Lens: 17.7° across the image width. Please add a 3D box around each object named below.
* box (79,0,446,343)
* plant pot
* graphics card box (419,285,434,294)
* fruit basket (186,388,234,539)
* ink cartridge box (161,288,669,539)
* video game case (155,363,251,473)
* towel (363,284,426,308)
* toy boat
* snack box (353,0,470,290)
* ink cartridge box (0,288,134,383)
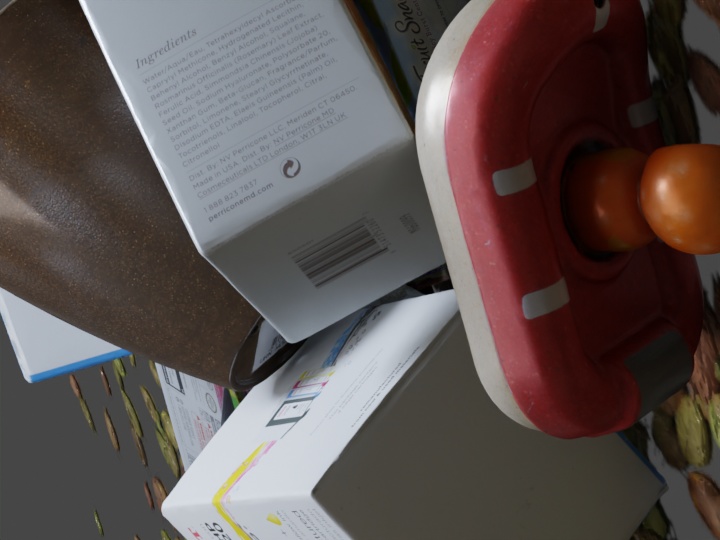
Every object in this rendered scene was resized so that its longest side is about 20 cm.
[{"bbox_3d":[-0.046,-0.092,1.070,0.200,0.106,0.152,64,-175,21],"label":"box"},{"bbox_3d":[-0.110,-0.033,1.237,0.200,0.187,0.187,39,153,16],"label":"plant pot"},{"bbox_3d":[0.000,0.000,1.432,0.125,0.051,0.201,177,76,-74],"label":"graphics card box"},{"bbox_3d":[-0.074,0.196,1.428,0.185,0.093,0.201,-90,-17,-66],"label":"fruit basket"},{"bbox_3d":[0.022,0.115,1.191,0.147,0.145,0.200,46,157,-13],"label":"ink cartridge box"},{"bbox_3d":[-0.069,0.126,1.531,0.182,0.023,0.201,30,141,45],"label":"video game case"},{"bbox_3d":[0.013,0.051,1.298,0.200,0.031,0.149,23,153,39],"label":"towel"},{"bbox_3d":[0.110,-0.032,0.967,0.130,0.130,0.201,-5,106,42],"label":"toy boat"},{"bbox_3d":[0.021,-0.094,1.228,0.200,0.067,0.169,121,128,-68],"label":"snack box"},{"bbox_3d":[-0.131,-0.014,1.447,0.200,0.144,0.085,-63,-45,-73],"label":"ink cartridge box"}]
